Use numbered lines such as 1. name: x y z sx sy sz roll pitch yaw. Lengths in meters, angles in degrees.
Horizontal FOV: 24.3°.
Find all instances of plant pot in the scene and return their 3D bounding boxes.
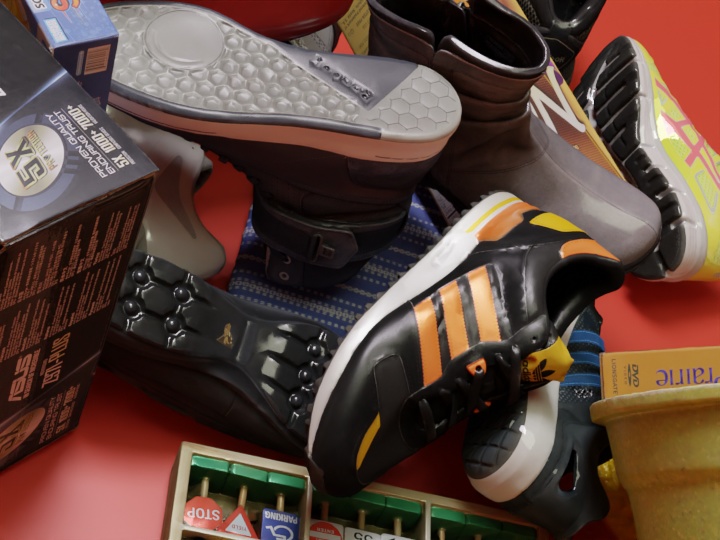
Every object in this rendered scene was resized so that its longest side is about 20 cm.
1. plant pot: 0.216 0.153 0.805 0.200 0.200 0.185 2 79 -22

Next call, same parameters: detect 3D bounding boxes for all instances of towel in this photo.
1. towel: 0.000 0.000 0.973 0.145 0.024 0.200 18 44 -6

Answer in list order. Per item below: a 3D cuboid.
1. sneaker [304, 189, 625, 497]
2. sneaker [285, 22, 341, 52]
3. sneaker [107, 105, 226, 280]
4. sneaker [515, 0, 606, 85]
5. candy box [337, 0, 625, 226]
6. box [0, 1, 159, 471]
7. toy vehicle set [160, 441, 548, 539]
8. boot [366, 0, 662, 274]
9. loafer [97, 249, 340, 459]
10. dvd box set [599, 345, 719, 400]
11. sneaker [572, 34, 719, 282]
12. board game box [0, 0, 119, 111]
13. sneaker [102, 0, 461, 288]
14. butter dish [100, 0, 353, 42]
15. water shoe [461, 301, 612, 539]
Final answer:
1. sneaker: 0.055 0.042 0.831 0.090 0.070 0.200 23 56 29
2. sneaker: -0.105 -0.166 1.029 0.200 0.075 0.082 16 45 -11
3. sneaker: -0.133 -0.069 0.941 0.088 0.074 0.200 -4 59 -34
4. sneaker: 0.134 -0.213 1.154 0.076 0.114 0.200 19 44 -10
5. candy box: 0.078 -0.100 1.037 0.117 0.056 0.200 -7 63 -44
6. box: -0.194 -0.019 0.772 0.086 0.200 0.164 -30 67 -38
7. toy vehicle set: -0.002 0.161 0.821 0.200 0.027 0.124 13 47 -13
8. boot: 0.082 -0.076 0.895 0.200 0.132 0.070 24 61 3
9. loafer: -0.067 0.049 0.863 0.200 0.070 0.068 29 64 -21
10. dvd box set: 0.238 0.051 0.881 0.146 0.200 0.029 8 79 -69
11. sneaker: 0.197 -0.068 1.089 0.090 0.078 0.200 12 50 -29
12. board game box: -0.175 -0.091 0.844 0.034 0.200 0.135 -16 58 -28
13. sneaker: -0.064 -0.060 0.883 0.202 0.146 0.077 14 54 -8
14. butter dish: -0.087 -0.170 0.931 0.200 0.148 0.199 -9 25 -29
15. water shoe: 0.107 0.074 0.919 0.079 0.071 0.200 43 34 -11
